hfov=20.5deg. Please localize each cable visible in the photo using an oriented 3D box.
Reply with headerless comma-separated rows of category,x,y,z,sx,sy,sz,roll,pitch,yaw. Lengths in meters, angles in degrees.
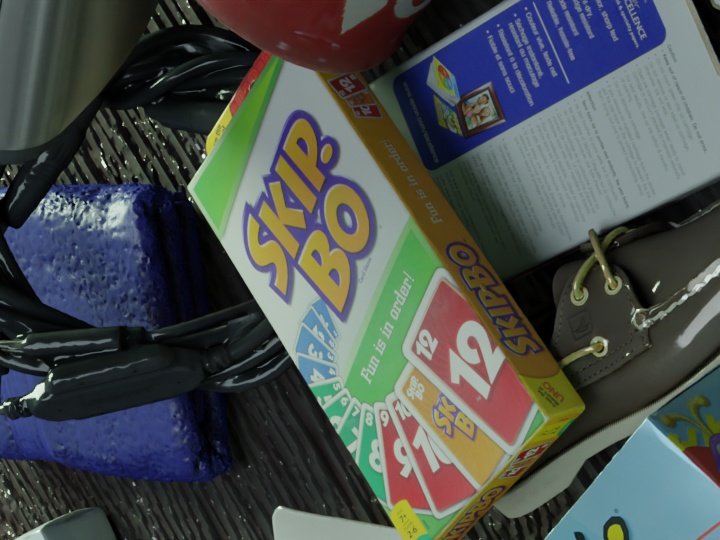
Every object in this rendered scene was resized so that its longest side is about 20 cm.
cable,-0.084,-0.025,0.852,0.199,0.051,0.164,-15,71,9

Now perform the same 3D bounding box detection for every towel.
towel,-0.147,0.024,0.966,0.199,0.049,0.148,3,111,40

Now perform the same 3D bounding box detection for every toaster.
toaster,-0.135,-0.149,0.805,0.113,0.200,0.129,23,134,4

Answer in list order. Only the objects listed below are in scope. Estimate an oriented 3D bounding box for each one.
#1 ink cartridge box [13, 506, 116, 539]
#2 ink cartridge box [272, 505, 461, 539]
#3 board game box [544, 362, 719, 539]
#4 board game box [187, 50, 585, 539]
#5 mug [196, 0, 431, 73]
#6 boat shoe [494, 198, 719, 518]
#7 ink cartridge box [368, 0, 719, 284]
ink cartridge box,-0.154,0.241,1.028,0.160,0.047,0.201,-31,79,42
ink cartridge box,0.033,0.192,0.836,0.115,0.068,0.201,5,106,40
board game box,0.153,0.130,0.604,0.200,0.103,0.105,45,125,15
board game box,0.000,0.000,0.755,0.200,0.030,0.096,59,134,23
mug,0.012,-0.199,0.705,0.200,0.133,0.178,-41,77,37
boat shoe,0.091,0.021,0.727,0.059,0.072,0.200,39,135,-7
ink cartridge box,0.078,-0.059,0.748,0.200,0.037,0.095,-28,82,45
